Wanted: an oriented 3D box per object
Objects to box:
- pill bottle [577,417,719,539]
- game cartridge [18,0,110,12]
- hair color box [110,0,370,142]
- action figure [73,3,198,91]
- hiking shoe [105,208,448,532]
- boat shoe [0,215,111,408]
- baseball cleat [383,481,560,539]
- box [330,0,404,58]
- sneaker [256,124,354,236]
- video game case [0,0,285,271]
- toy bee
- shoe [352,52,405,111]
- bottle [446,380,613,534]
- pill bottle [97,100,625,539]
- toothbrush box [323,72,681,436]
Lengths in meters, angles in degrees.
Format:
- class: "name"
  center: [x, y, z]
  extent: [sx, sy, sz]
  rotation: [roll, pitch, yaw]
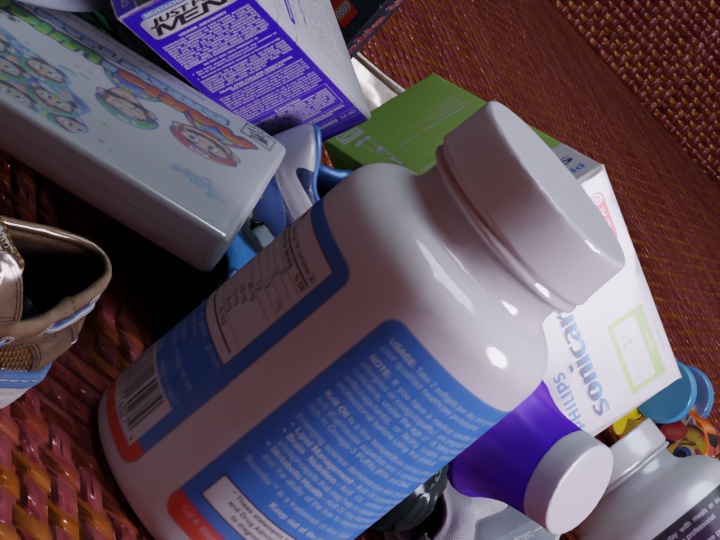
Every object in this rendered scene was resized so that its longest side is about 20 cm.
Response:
- class: "pill bottle"
  center: [0.200, 0.188, 1.159]
  extent: [0.200, 0.112, 0.112]
  rotation: [53, 15, 8]
- class: "game cartridge"
  center: [-0.193, -0.172, 0.940]
  extent: [0.133, 0.041, 0.200]
  rotation: [40, 13, 16]
- class: "hair color box"
  center: [-0.069, -0.144, 1.021]
  extent: [0.200, 0.065, 0.110]
  rotation: [43, 25, -63]
- class: "action figure"
  center: [-0.090, -0.095, 1.115]
  extent: [0.200, 0.055, 0.118]
  rotation: [49, 11, -24]
- class: "hiking shoe"
  center: [-0.045, 0.042, 0.893]
  extent: [0.200, 0.075, 0.087]
  rotation: [46, 19, 25]
- class: "boat shoe"
  center: [-0.149, 0.001, 0.650]
  extent: [0.072, 0.072, 0.200]
  rotation: [53, 15, 12]
- class: "baseball cleat"
  center: [0.063, 0.113, 1.020]
  extent: [0.107, 0.070, 0.200]
  rotation: [49, 14, -6]
- class: "box"
  center: [-0.031, -0.212, 1.288]
  extent: [0.137, 0.200, 0.038]
  rotation: [52, 42, 5]
- class: "sneaker"
  center: [0.000, 0.000, 1.085]
  extent: [0.200, 0.082, 0.074]
  rotation: [43, 14, -31]
- class: "video game case"
  center: [-0.132, -0.081, 0.893]
  extent: [0.199, 0.024, 0.182]
  rotation: [32, 16, -3]
- class: "toy bee"
  center: [0.218, 0.117, 1.458]
  extent: [0.131, 0.109, 0.200]
  rotation: [24, 4, -43]
- class: "shoe"
  center: [-0.022, -0.156, 1.458]
  extent: [0.200, 0.053, 0.070]
  rotation: [44, 16, -24]
- class: "bottle"
  center: [0.030, 0.053, 0.947]
  extent: [0.200, 0.066, 0.083]
  rotation: [33, 18, 33]
- class: "pill bottle"
  center: [0.003, 0.030, 0.781]
  extent: [0.112, 0.200, 0.112]
  rotation: [46, 15, -17]
- class: "toothbrush box"
  center: [0.076, -0.009, 1.133]
  extent: [0.200, 0.086, 0.146]
  rotation: [39, -23, 59]
